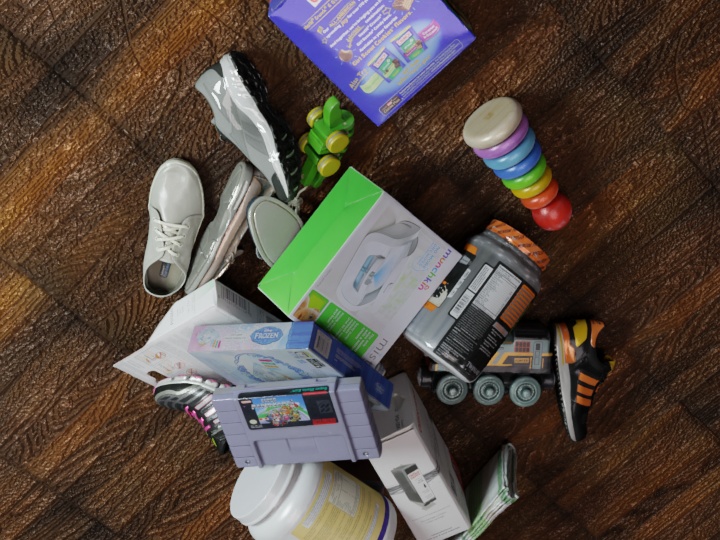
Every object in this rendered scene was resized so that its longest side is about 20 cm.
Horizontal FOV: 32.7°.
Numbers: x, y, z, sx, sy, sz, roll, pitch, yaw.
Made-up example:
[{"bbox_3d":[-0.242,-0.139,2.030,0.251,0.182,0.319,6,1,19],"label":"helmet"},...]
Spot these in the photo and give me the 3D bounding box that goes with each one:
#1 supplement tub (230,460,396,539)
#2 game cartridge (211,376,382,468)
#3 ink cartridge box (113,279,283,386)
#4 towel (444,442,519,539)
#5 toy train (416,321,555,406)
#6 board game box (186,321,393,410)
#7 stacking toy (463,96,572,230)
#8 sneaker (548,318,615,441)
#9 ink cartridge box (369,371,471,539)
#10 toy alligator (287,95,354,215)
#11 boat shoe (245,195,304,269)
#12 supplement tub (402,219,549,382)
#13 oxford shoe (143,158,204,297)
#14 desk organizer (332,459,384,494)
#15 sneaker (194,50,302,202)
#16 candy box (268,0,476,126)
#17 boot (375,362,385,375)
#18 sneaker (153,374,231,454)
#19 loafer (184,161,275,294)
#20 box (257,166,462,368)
[{"bbox_3d":[-0.065,0.335,1.700,0.200,0.146,0.145,36,108,-21],"label":"supplement tub"},{"bbox_3d":[-0.082,0.197,1.582,0.199,0.038,0.130,-6,130,14],"label":"game cartridge"},{"bbox_3d":[-0.215,0.104,1.694,0.200,0.050,0.161,-28,138,29],"label":"ink cartridge box"},{"bbox_3d":[0.167,0.362,1.822,0.031,0.149,0.200,34,111,-5],"label":"towel"},{"bbox_3d":[0.180,0.128,1.746,0.199,0.085,0.115,2,104,-3],"label":"toy train"},{"bbox_3d":[-0.090,0.129,1.618,0.198,0.044,0.200,-5,150,33],"label":"board game box"},{"bbox_3d":[0.220,-0.132,1.620,0.085,0.085,0.200,-34,122,12],"label":"stacking toy"},{"bbox_3d":[0.328,0.160,1.778,0.090,0.070,0.201,-11,116,3],"label":"sneaker"},{"bbox_3d":[0.076,0.271,1.768,0.083,0.147,0.200,-24,116,9],"label":"ink cartridge box"},{"bbox_3d":[-0.046,-0.148,1.596,0.054,0.059,0.200,-15,143,-35],"label":"toy alligator"},{"bbox_3d":[-0.096,-0.032,1.624,0.075,0.062,0.200,-47,130,-5],"label":"boat shoe"},{"bbox_3d":[0.158,0.039,1.648,0.122,0.122,0.200,39,86,-22],"label":"supplement tub"},{"bbox_3d":[-0.249,-0.050,1.622,0.075,0.058,0.201,11,113,-7],"label":"oxford shoe"},{"bbox_3d":[-0.070,0.313,1.813,0.199,0.077,0.072,4,117,-8],"label":"desk organizer"},{"bbox_3d":[-0.138,-0.176,1.558,0.079,0.074,0.201,-24,102,21],"label":"sneaker"},{"bbox_3d":[0.013,-0.309,1.503,0.169,0.077,0.200,-40,115,16],"label":"candy box"},{"bbox_3d":[-0.062,0.176,1.758,0.090,0.073,0.200,43,104,-8],"label":"boot"},{"bbox_3d":[-0.197,0.204,1.683,0.199,0.088,0.074,13,158,9],"label":"sneaker"},{"bbox_3d":[-0.170,-0.046,1.627,0.063,0.072,0.201,19,111,-22],"label":"loafer"},{"bbox_3d":[0.000,0.000,1.602,0.200,0.097,0.176,-51,129,1],"label":"box"}]
